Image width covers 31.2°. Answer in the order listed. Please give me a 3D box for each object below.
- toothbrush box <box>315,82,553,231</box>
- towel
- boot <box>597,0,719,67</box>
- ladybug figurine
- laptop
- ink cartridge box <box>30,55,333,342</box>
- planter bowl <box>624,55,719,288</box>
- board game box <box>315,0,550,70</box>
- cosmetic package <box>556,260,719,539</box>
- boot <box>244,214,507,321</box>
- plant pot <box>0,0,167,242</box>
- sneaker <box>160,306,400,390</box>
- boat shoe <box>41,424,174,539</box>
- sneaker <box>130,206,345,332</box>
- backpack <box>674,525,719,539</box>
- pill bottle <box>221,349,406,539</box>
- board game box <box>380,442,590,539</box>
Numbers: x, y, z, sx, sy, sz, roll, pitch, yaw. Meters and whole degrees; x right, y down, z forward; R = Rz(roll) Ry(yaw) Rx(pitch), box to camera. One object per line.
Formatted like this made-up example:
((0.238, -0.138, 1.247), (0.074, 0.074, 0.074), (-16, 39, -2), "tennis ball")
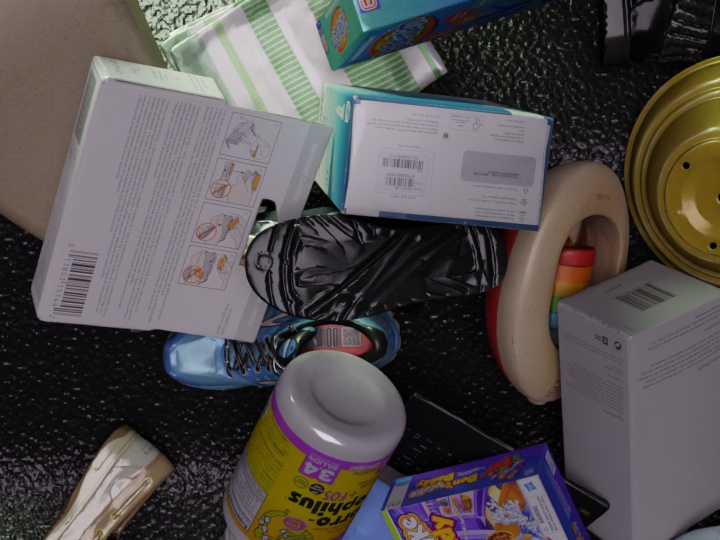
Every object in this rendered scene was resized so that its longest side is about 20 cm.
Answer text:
((0.047, -0.091, 0.982), (0.146, 0.200, 0.086), (5, 101, -10), "toothbrush box")
((-0.046, -0.176, 1.078), (0.199, 0.023, 0.153), (-31, 93, 1), "towel")
((0.272, -0.264, 1.044), (0.157, 0.079, 0.212), (-1, 104, 7), "boot")
((0.152, 0.008, 1.039), (0.072, 0.135, 0.201), (20, 102, 43), "ladybug figurine")
((0.073, 0.219, 1.052), (0.177, 0.200, 0.103), (30, 57, 1), "laptop")
((-0.136, -0.046, 0.962), (0.175, 0.045, 0.201), (8, 119, -27), "ink cartridge box")
((0.293, -0.064, 1.009), (0.200, 0.083, 0.201), (9, 109, 26), "planter bowl")
((0.074, -0.215, 0.995), (0.199, 0.152, 0.045), (-19, 92, -9), "board game box")
((0.222, 0.109, 1.012), (0.107, 0.085, 0.201), (-20, 119, -29), "cosmetic package")
((0.000, 0.000, 1.003), (0.199, 0.168, 0.077), (-4, 87, -13), "boot")
((-0.239, -0.141, 1.001), (0.199, 0.200, 0.177), (-35, 107, 2), "plant pot")
((-0.067, 0.058, 1.055), (0.199, 0.090, 0.079), (-7, 93, 1), "sneaker")
((-0.225, 0.229, 1.072), (0.066, 0.074, 0.201), (30, 92, 4), "boat shoe")
((-0.110, -0.024, 1.058), (0.199, 0.078, 0.080), (-23, 80, -6), "sneaker")
((0.333, 0.271, 1.024), (0.199, 0.178, 0.151), (-5, 52, 6), "backpack")
((-0.046, 0.165, 1.022), (0.104, 0.104, 0.200), (25, 126, -1), "pill bottle")
((0.119, 0.243, 1.019), (0.134, 0.045, 0.201), (-18, 110, 25), "board game box")
